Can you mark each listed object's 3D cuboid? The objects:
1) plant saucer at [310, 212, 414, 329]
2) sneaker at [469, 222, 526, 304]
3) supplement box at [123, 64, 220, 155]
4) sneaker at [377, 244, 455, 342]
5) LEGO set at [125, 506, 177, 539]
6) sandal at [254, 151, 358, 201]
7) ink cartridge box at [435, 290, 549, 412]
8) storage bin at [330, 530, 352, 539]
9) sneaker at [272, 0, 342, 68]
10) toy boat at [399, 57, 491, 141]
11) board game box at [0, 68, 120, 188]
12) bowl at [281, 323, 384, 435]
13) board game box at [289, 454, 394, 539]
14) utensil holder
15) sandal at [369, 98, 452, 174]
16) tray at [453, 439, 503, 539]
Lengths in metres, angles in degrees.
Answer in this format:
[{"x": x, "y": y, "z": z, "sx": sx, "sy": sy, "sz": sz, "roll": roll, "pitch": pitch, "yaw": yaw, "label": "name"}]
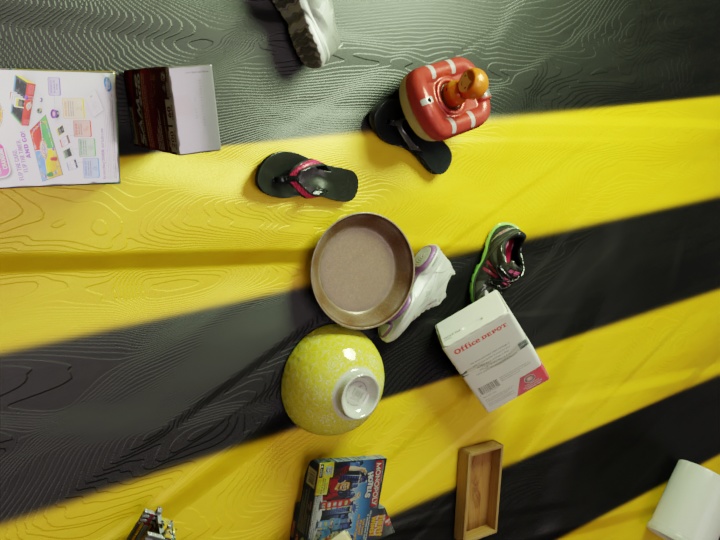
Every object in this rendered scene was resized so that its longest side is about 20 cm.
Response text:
[{"x": 0.000, "y": 0.000, "z": 1.329, "sx": 0.198, "sy": 0.037, "sz": 0.203, "roll": -2, "pitch": 95, "yaw": -25, "label": "plant saucer"}, {"x": 0.273, "y": 0.006, "z": 1.503, "sx": 0.076, "sy": 0.083, "sz": 0.203, "roll": 10, "pitch": 95, "yaw": -34, "label": "sneaker"}, {"x": -0.255, "y": -0.217, "z": 1.022, "sx": 0.060, "sy": 0.199, "sz": 0.110, "roll": -13, "pitch": 107, "yaw": -29, "label": "supplement box"}, {"x": 0.109, "y": 0.055, "z": 1.408, "sx": 0.100, "sy": 0.075, "sz": 0.201, "roll": 42, "pitch": 77, "yaw": -33, "label": "sneaker"}, {"x": -0.287, "y": 0.454, "z": 1.160, "sx": 0.153, "sy": 0.200, "sz": 0.117, "roll": 29, "pitch": 102, "yaw": -21, "label": "LEGO set"}, {"x": -0.079, "y": -0.150, "z": 1.252, "sx": 0.198, "sy": 0.045, "sz": 0.076, "roll": 3, "pitch": 99, "yaw": -35, "label": "sandal"}, {"x": 0.257, "y": 0.159, "z": 1.491, "sx": 0.144, "sy": 0.085, "sz": 0.201, "roll": -31, "pitch": 121, "yaw": 10, "label": "ink cartridge box"}, {"x": -0.063, "y": 0.583, "z": 1.346, "sx": 0.199, "sy": 0.094, "sz": 0.200, "roll": -32, "pitch": 137, "yaw": -14, "label": "storage bin"}, {"x": -0.086, "y": -0.422, "z": 1.184, "sx": 0.082, "sy": 0.074, "sz": 0.202, "roll": -42, "pitch": 128, "yaw": -36, "label": "sneaker"}, {"x": 0.164, "y": -0.304, "z": 1.308, "sx": 0.199, "sy": 0.130, "sz": 0.132, "roll": -26, "pitch": 94, "yaw": -37, "label": "toy boat"}, {"x": -0.424, "y": -0.188, "z": 1.012, "sx": 0.198, "sy": 0.040, "sz": 0.155, "roll": -6, "pitch": 104, "yaw": -33, "label": "board game box"}, {"x": -0.027, "y": 0.203, "z": 1.329, "sx": 0.198, "sy": 0.107, "sz": 0.203, "roll": -9, "pitch": 106, "yaw": -33, "label": "bowl"}, {"x": -0.022, "y": 0.434, "z": 1.411, "sx": 0.198, "sy": 0.061, "sz": 0.203, "roll": 6, "pitch": 98, "yaw": -36, "label": "board game box"}, {"x": 0.868, "y": 0.622, "z": 1.995, "sx": 0.169, "sy": 0.169, "sz": 0.202, "roll": 36, "pitch": 79, "yaw": -34, "label": "utensil holder"}, {"x": 0.099, "y": -0.240, "z": 1.354, "sx": 0.199, "sy": 0.043, "sz": 0.077, "roll": 28, "pitch": 85, "yaw": -35, "label": "sandal"}, {"x": 0.249, "y": 0.467, "z": 1.620, "sx": 0.098, "sy": 0.037, "sz": 0.203, "roll": -5, "pitch": 104, "yaw": -34, "label": "tray"}]
